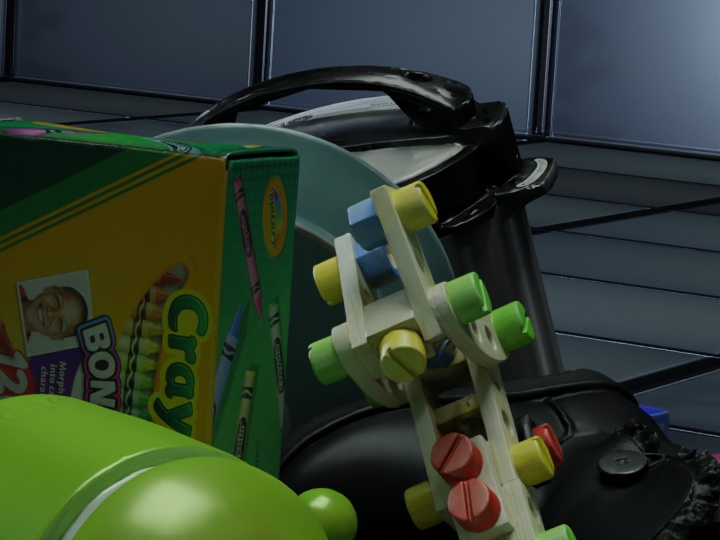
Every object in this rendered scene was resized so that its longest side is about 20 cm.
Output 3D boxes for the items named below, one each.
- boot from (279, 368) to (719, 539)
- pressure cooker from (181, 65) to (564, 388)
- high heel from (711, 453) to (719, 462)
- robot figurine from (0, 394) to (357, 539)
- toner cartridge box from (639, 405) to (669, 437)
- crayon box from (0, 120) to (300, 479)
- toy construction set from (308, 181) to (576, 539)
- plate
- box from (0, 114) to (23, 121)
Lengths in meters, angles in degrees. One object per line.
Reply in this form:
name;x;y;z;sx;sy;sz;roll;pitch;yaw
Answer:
boot;0.070;0.106;1.173;0.200;0.077;0.168;-12;21;-23
pressure cooker;0.000;0.001;1.319;0.176;0.201;0.179;-24;21;-22
high heel;0.257;0.081;1.358;0.199;0.096;0.067;6;8;17
robot figurine;-0.086;0.108;0.956;0.175;0.116;0.200;-11;15;-37
toner cartridge box;0.051;0.082;1.458;0.200;0.043;0.095;10;11;39
crayon box;-0.093;0.047;1.082;0.118;0.201;0.058;7;8;27
toy construction set;0.032;0.078;1.076;0.092;0.200;0.131;-10;-32;20
plate;-0.054;0.034;1.227;0.199;0.201;0.026;3;21;-2
box;-0.211;0.035;1.114;0.122;0.201;0.106;6;8;21
